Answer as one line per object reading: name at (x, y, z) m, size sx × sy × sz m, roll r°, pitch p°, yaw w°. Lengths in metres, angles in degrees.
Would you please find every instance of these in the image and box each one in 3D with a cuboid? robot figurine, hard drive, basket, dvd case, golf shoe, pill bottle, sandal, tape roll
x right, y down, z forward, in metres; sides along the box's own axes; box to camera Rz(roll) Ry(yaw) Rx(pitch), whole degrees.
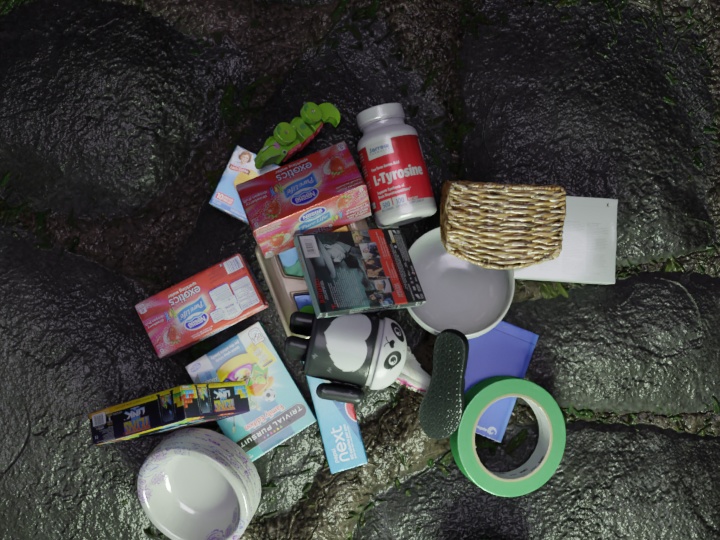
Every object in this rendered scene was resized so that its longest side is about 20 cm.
robot figurine at (-0.023, 0.123, 1.285) m, size 0.198 × 0.125 × 0.152 m, roll 13°, pitch 109°, yaw -2°
hard drive at (0.222, 0.186, 1.404) m, size 0.131 × 0.025 × 0.202 m, roll 21°, pitch 86°, yaw 0°
basket at (0.235, -0.077, 1.331) m, size 0.198 × 0.149 × 0.144 m, roll 2°, pitch 97°, yaw 1°
dvd case at (0.000, 0.000, 1.292) m, size 0.198 × 0.022 × 0.147 m, roll -5°, pitch 64°, yaw -30°
golf shoe at (0.063, 0.147, 1.380) m, size 0.199 × 0.075 × 0.092 m, roll 30°, pitch 82°, yaw -1°
pill bottle at (0.058, -0.184, 1.381) m, size 0.111 × 0.112 × 0.202 m, roll -15°, pitch 87°, yaw -3°
sandal at (0.150, 0.192, 1.324) m, size 0.075 × 0.048 × 0.203 m, roll 20°, pitch 111°, yaw 26°
tape roll at (0.255, 0.285, 1.363) m, size 0.198 × 0.048 × 0.203 m, roll 0°, pitch 90°, yaw -11°

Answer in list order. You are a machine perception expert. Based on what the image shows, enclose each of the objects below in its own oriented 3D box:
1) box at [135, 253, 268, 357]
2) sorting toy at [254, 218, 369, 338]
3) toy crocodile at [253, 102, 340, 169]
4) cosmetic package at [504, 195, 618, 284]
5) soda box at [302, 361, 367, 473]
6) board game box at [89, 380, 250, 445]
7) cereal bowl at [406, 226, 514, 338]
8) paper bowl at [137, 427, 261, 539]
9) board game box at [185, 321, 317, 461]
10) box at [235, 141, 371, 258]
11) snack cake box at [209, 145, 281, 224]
box at (-0.269, 0.061, 1.355) m, size 0.199 × 0.095 × 0.100 m, roll -27°, pitch 87°, yaw -3°
sorting toy at (-0.059, 0.008, 1.347) m, size 0.198 × 0.036 × 0.187 m, roll -22°, pitch 98°, yaw -8°
toy crocodile at (-0.112, -0.235, 1.376) m, size 0.062 × 0.067 × 0.200 m, roll 47°, pitch 52°, yaw -4°
cosmetic package at (0.355, -0.057, 1.412) m, size 0.198 × 0.052 × 0.153 m, roll 4°, pitch 87°, yaw -1°
soda box at (-0.044, 0.242, 1.373) m, size 0.067 × 0.064 × 0.202 m, roll -14°, pitch 87°, yaw -3°
board game box at (-0.307, 0.230, 1.278) m, size 0.198 × 0.165 × 0.057 m, roll -19°, pitch 76°, yaw 26°
cereal bowl at (0.166, 0.028, 1.373) m, size 0.198 × 0.083 × 0.202 m, roll -1°, pitch 70°, yaw 3°
paper bowl at (-0.261, 0.354, 1.316) m, size 0.198 × 0.104 × 0.203 m, roll 6°, pitch 112°, yaw 14°
board game box at (-0.189, 0.214, 1.379) m, size 0.150 × 0.047 × 0.201 m, roll -31°, pitch 87°, yaw -3°
box at (-0.092, -0.116, 1.299) m, size 0.198 × 0.096 × 0.100 m, roll -22°, pitch 62°, yaw -5°
snack cake box at (-0.151, -0.123, 1.393) m, size 0.198 × 0.067 × 0.116 m, roll 26°, pitch 87°, yaw 0°
